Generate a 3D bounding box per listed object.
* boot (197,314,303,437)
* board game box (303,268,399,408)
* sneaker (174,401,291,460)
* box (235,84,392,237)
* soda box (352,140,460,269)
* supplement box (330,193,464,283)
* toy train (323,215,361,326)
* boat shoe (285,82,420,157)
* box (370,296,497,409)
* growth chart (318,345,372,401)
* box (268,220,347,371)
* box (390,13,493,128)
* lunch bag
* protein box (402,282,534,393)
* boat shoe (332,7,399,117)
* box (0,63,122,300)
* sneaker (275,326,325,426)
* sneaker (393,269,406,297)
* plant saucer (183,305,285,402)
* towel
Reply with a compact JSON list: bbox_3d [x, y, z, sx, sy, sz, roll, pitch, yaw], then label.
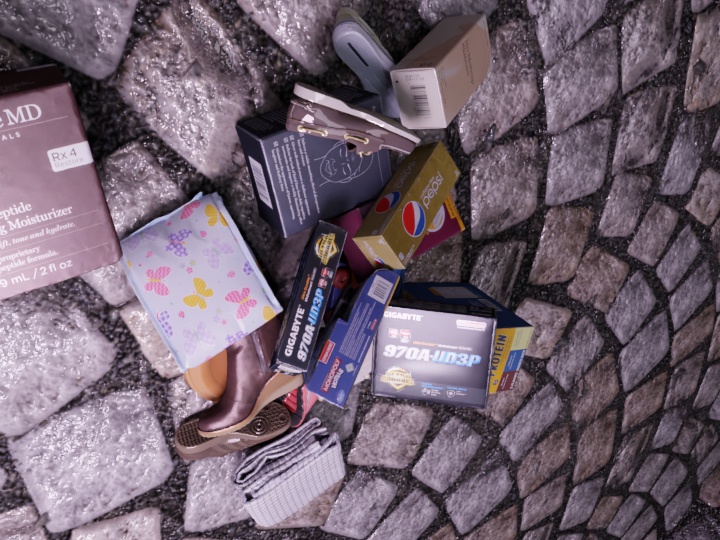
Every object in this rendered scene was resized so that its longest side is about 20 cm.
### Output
[{"bbox_3d":[-0.195,0.150,0.959,0.197,0.072,0.170,-29,114,-18],"label":"boot"},{"bbox_3d":[-0.029,0.102,0.919,0.061,0.200,0.204,27,73,-7],"label":"board game box"},{"bbox_3d":[-0.217,0.276,1.038,0.194,0.072,0.076,-6,143,-17],"label":"sneaker"},{"bbox_3d":[-0.064,-0.167,0.900,0.196,0.107,0.152,-25,123,-21],"label":"box"},{"bbox_3d":[0.072,-0.099,0.899,0.068,0.063,0.202,49,57,-29],"label":"soda box"},{"bbox_3d":[0.063,-0.074,0.986,0.198,0.085,0.113,-28,96,-34],"label":"supplement box"},{"bbox_3d":[0.000,0.000,1.023,0.112,0.085,0.205,4,111,-17],"label":"toy train"},{"bbox_3d":[-0.008,-0.190,0.815,0.196,0.072,0.061,13,110,-32],"label":"boat shoe"},{"bbox_3d":[0.117,0.134,0.990,0.194,0.046,0.164,6,108,9],"label":"box"},{"bbox_3d":[0.002,0.164,1.107,0.142,0.018,0.202,-13,144,-42],"label":"growth chart"},{"bbox_3d":[-0.079,0.047,0.883,0.045,0.159,0.205,18,76,-8],"label":"box"},{"bbox_3d":[0.130,-0.309,0.932,0.201,0.076,0.096,-54,137,-36],"label":"box"},{"bbox_3d":[-0.228,0.011,0.861,0.167,0.127,0.203,-32,96,-13],"label":"lunch bag"},{"bbox_3d":[0.177,0.124,1.147,0.196,0.198,0.138,0,113,-33],"label":"protein box"},{"bbox_3d":[0.025,-0.312,0.918,0.200,0.070,0.064,42,42,-52],"label":"boat shoe"},{"bbox_3d":[-0.384,-0.103,0.674,0.163,0.164,0.205,-20,122,-24],"label":"box"},{"bbox_3d":[-0.091,0.175,1.069,0.087,0.073,0.204,-34,151,-61],"label":"sneaker"},{"bbox_3d":[0.064,0.000,1.095,0.077,0.065,0.205,-20,120,-31],"label":"sneaker"},{"bbox_3d":[-0.196,0.135,1.003,0.196,0.037,0.205,-15,119,-28],"label":"plant saucer"},{"bbox_3d":[-0.128,0.363,1.103,0.197,0.086,0.168,-31,147,-17],"label":"towel"}]
